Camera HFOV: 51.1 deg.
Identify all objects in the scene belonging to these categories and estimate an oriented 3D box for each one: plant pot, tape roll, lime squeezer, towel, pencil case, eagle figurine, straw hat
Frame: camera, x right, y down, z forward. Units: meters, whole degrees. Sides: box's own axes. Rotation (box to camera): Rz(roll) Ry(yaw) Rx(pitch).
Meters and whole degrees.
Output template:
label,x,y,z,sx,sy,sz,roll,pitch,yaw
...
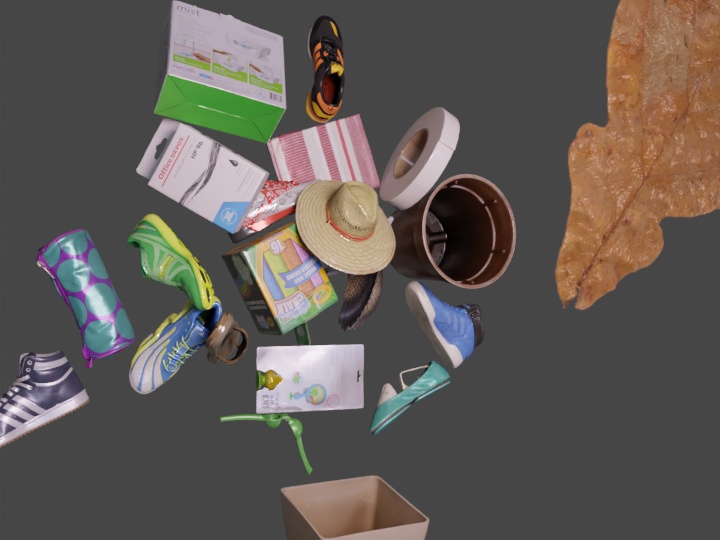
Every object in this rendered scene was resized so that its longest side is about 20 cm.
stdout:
label,x,y,z,sx,sy,sz,roll,pitch,yaw
plant pot,0.151,-0.065,1.409,0.199,0.198,0.202,1,87,-26
tape roll,0.107,-0.207,1.393,0.037,0.202,0.204,30,74,-19
lime squeezer,-0.149,0.282,1.334,0.199,0.038,0.071,36,103,-21
plant pot,-0.019,0.487,1.303,0.198,0.200,0.179,0,99,-26
towel,-0.068,-0.198,1.407,0.199,0.023,0.145,-20,98,-24
pencil case,-0.429,0.042,1.176,0.092,0.085,0.201,-31,100,-41
eagle figurine,-0.006,0.002,1.371,0.151,0.150,0.202,-10,81,-41
straw hat,-0.011,-0.100,1.264,0.199,0.085,0.202,16,49,-19

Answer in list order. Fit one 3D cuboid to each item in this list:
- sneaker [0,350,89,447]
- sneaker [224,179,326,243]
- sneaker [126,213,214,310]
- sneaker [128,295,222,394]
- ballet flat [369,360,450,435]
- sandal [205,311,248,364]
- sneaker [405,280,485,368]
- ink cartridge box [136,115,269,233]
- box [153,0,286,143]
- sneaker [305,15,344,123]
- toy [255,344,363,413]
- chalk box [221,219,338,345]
label,x,y,z,sx,sy,sz,roll,pitch,yaw
sneaker,-0.520,0.192,1.127,0.199,0.070,0.109,-26,103,-32
sneaker,-0.161,-0.141,1.320,0.200,0.067,0.109,-31,100,-13
sneaker,-0.307,-0.002,1.224,0.083,0.074,0.200,-40,69,-7
sneaker,-0.297,0.115,1.225,0.076,0.105,0.201,42,70,-18
ballet flat,0.080,0.235,1.437,0.199,0.067,0.071,-30,76,-25
sandal,-0.210,0.116,1.219,0.054,0.200,0.081,26,75,-1
sneaker,0.173,0.081,1.475,0.111,0.077,0.201,-38,107,-17
ink cartridge box,-0.264,-0.160,1.235,0.199,0.068,0.117,29,95,-4
box,-0.232,-0.331,1.255,0.198,0.097,0.178,10,54,-26
sneaker,-0.054,-0.377,1.386,0.069,0.090,0.202,6,85,-26
toy,-0.093,0.191,1.355,0.198,0.047,0.116,1,90,-23
chalk box,-0.129,0.033,1.305,0.123,0.125,0.201,-30,101,-24
